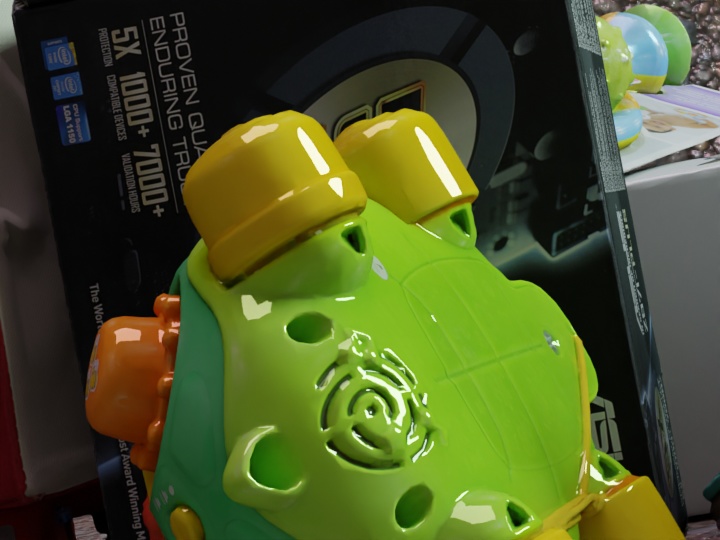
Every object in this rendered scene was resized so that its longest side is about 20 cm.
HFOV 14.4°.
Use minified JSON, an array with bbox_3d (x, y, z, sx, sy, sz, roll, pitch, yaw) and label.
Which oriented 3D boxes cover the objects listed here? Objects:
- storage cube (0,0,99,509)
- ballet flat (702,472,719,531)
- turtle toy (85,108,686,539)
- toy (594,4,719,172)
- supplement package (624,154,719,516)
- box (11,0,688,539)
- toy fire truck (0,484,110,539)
[{"bbox_3d":[-0.151,-0.008,0.962,0.180,0.171,0.200,-10,1,29],"label":"storage cube"},{"bbox_3d":[0.191,0.020,0.860,0.200,0.071,0.069,-47,-3,-13],"label":"ballet flat"},{"bbox_3d":[0.004,0.042,0.707,0.101,0.146,0.200,-33,-8,20],"label":"turtle toy"},{"bbox_3d":[0.061,-0.074,0.992,0.115,0.047,0.200,19,16,26],"label":"toy"},{"bbox_3d":[0.155,0.013,0.980,0.200,0.117,0.117,-11,2,11],"label":"supplement package"},{"bbox_3d":[0.000,0.000,0.854,0.164,0.200,0.086,-10,0,10],"label":"box"},{"bbox_3d":[-0.077,0.090,0.983,0.141,0.049,0.200,-11,0,10],"label":"toy fire truck"}]
